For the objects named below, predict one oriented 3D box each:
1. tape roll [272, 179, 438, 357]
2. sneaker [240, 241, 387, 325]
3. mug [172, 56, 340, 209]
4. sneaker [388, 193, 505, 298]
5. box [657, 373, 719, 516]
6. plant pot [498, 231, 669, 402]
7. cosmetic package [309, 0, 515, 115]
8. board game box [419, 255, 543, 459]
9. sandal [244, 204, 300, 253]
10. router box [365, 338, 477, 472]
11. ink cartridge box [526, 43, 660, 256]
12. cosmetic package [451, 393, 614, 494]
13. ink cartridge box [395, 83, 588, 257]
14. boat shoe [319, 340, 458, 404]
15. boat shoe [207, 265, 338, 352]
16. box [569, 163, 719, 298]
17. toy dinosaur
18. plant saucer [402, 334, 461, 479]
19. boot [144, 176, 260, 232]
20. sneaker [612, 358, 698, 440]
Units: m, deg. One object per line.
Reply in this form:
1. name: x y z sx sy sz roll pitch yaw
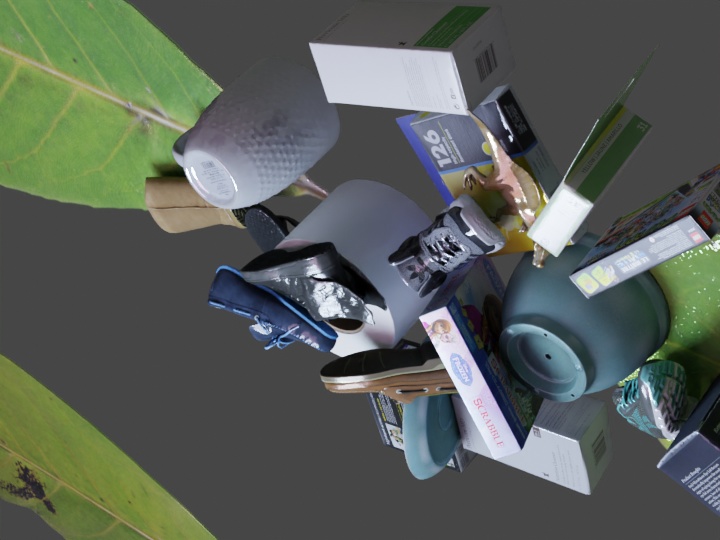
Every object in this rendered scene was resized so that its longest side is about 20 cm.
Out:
1. tape roll: 0.000 0.000 1.844 0.203 0.139 0.203 27 142 23
2. sneaker: -0.062 0.024 1.756 0.200 0.060 0.104 -10 115 46
3. mug: -0.153 -0.165 1.791 0.200 0.175 0.148 7 131 41
4. sneaker: 0.096 -0.022 1.611 0.075 0.114 0.200 49 177 -2
5. box: 0.465 0.215 1.595 0.200 0.148 0.104 39 146 8
6. plant pot: 0.247 0.070 1.673 0.200 0.134 0.200 26 142 23
7. cosmetic package: 0.057 -0.238 1.564 0.200 0.108 0.085 11 134 37
8. board game box: 0.157 0.096 1.717 0.041 0.200 0.200 -23 103 25
9. sandal: -0.095 -0.030 1.999 0.075 0.048 0.200 0 139 44
10. router box: 0.079 0.188 2.040 0.149 0.051 0.200 15 136 38
11. ink cartridge box: 0.254 -0.121 1.452 0.048 0.146 0.200 37 145 6
12. cosmetic package: 0.230 0.208 1.883 0.200 0.081 0.113 14 138 34
13. ink cartridge box: 0.144 -0.109 1.666 0.200 0.047 0.198 -12 117 49
14. boat shoe: 0.051 0.137 1.763 0.200 0.072 0.068 -8 115 10
15. boat shoe: -0.114 0.064 1.831 0.200 0.069 0.084 29 -179 35
16. box: 0.319 -0.044 1.501 0.035 0.110 0.200 48 145 -6
17. toy dinosaur: 0.161 -0.101 1.548 0.200 0.058 0.101 62 160 -16
18. plant saucer: 0.105 0.181 1.884 0.027 0.200 0.200 4 131 24
19. boot: -0.251 -0.126 2.032 0.200 0.066 0.175 2 125 47
20. sneaker: 0.338 0.155 1.661 0.091 0.078 0.200 12 159 26
